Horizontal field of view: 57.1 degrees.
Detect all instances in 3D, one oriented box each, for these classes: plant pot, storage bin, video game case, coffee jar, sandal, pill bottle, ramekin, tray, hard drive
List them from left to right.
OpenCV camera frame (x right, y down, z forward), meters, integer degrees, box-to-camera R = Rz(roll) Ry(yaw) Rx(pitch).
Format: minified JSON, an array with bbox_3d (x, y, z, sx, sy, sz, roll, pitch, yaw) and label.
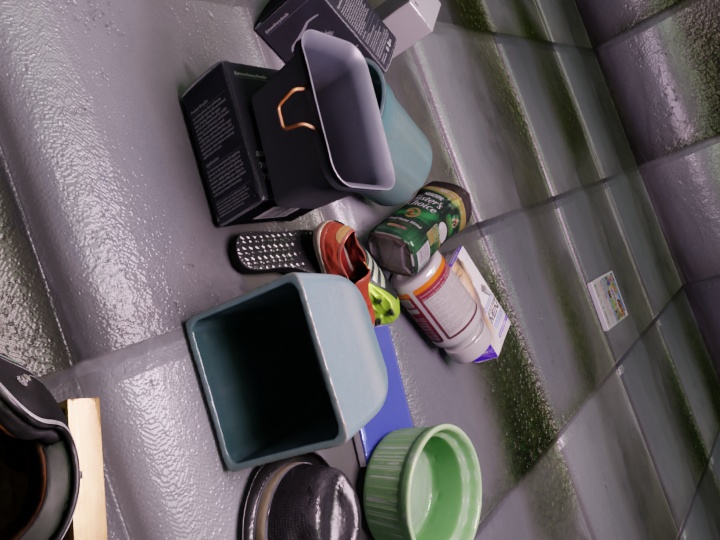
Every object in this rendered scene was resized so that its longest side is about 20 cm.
[{"bbox_3d":[-0.277,0.231,0.622,0.037,0.098,0.205,9,66,-48],"label":"tray"},{"bbox_3d":[-0.108,-0.023,0.990,0.197,0.048,0.077,7,69,-38],"label":"sandal"},{"bbox_3d":[-0.069,0.117,0.860,0.199,0.194,0.200,-9,79,-59],"label":"plant pot"},{"bbox_3d":[-0.064,-0.175,0.846,0.144,0.133,0.204,-4,75,-50],"label":"storage bin"},{"bbox_3d":[0.013,-0.216,1.117,0.195,0.197,0.205,29,52,-49],"label":"plant pot"},{"bbox_3d":[0.024,0.194,1.057,0.131,0.025,0.204,-3,76,-50],"label":"hard drive"},{"bbox_3d":[0.092,0.332,0.993,0.198,0.096,0.205,11,76,-49],"label":"ramekin"},{"bbox_3d":[0.109,-0.079,1.151,0.200,0.103,0.087,-41,132,-37],"label":"coffee jar"},{"bbox_3d":[0.149,0.067,1.198,0.201,0.108,0.110,51,42,-21],"label":"pill bottle"},{"bbox_3d":[0.733,0.087,1.958,0.198,0.018,0.146,-15,84,-52],"label":"video game case"}]

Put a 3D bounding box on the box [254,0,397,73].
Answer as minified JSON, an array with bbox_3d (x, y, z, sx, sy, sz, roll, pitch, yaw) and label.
[{"bbox_3d":[-0.057,-0.408,1.142,0.200,0.146,0.106,43,44,-28],"label":"box"}]

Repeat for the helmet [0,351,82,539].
[{"bbox_3d":[-0.326,0.156,0.525,0.193,0.195,0.203,83,19,-49],"label":"helmet"}]

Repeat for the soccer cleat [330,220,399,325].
[{"bbox_3d":[0.000,0.000,1.098,0.202,0.067,0.081,56,21,-15],"label":"soccer cleat"}]

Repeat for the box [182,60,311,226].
[{"bbox_3d":[-0.147,-0.179,0.951,0.147,0.103,0.204,-9,80,-51],"label":"box"}]

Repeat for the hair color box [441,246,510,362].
[{"bbox_3d":[0.216,0.068,1.315,0.201,0.064,0.110,53,41,-16],"label":"hair color box"}]

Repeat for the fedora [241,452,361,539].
[{"bbox_3d":[-0.059,0.325,0.843,0.199,0.091,0.205,25,55,-41],"label":"fedora"}]

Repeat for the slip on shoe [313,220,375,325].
[{"bbox_3d":[-0.013,0.017,0.995,0.074,0.060,0.203,-48,132,-39],"label":"slip on shoe"}]

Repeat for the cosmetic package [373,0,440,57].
[{"bbox_3d":[0.048,-0.449,1.243,0.071,0.198,0.103,43,46,-27],"label":"cosmetic package"}]
